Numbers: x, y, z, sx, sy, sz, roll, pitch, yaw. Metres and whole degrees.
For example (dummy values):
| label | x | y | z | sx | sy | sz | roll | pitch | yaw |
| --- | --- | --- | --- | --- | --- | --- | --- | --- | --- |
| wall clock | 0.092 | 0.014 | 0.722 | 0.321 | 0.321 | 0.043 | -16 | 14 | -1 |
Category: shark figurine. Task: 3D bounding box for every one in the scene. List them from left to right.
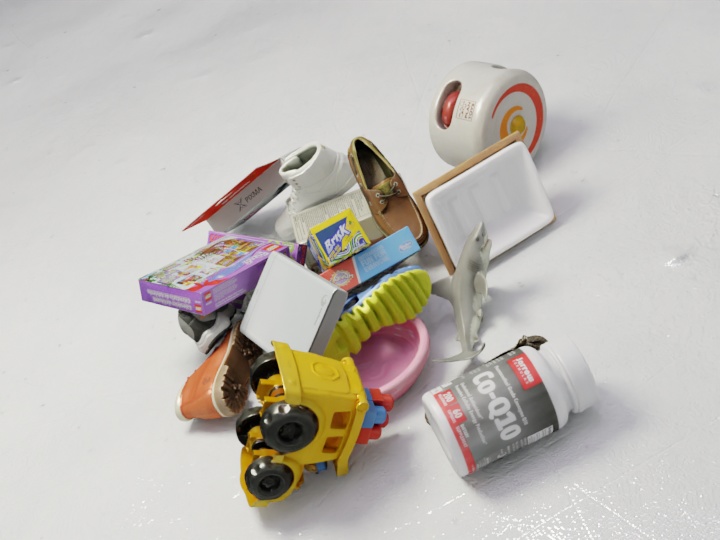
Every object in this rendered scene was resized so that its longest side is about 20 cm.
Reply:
| label | x | y | z | sx | sy | sz | roll | pitch | yaw |
| --- | --- | --- | --- | --- | --- | --- | --- | --- | --- |
| shark figurine | 0.138 | 0.049 | 1.675 | 0.089 | 0.128 | 0.215 | 8 | 67 | 4 |

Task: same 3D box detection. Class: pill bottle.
| label | x | y | z | sx | sy | sz | roll | pitch | yaw |
| --- | --- | --- | --- | --- | --- | --- | --- | --- | --- |
| pill bottle | 0.188 | 0.165 | 1.462 | 0.199 | 0.114 | 0.114 | -26 | 34 | -5 |

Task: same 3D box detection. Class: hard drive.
| label | x | y | z | sx | sy | sz | roll | pitch | yaw |
| --- | --- | --- | --- | --- | --- | --- | --- | --- | --- |
| hard drive | -0.099 | 0.060 | 1.661 | 0.200 | 0.027 | 0.132 | 29 | 97 | 55 |

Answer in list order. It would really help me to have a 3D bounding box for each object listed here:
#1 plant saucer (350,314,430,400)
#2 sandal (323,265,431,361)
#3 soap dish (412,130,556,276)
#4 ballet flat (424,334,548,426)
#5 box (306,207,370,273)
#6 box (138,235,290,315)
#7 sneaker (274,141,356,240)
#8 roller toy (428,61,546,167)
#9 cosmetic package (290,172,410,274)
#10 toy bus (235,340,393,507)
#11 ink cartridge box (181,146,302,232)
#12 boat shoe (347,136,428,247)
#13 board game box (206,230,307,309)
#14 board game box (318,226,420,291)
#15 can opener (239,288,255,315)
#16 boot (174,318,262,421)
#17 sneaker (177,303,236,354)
| label | x | y | z | sx | sy | sz | roll | pitch | yaw |
| --- | --- | --- | --- | --- | --- | --- | --- | --- | --- |
| plant saucer | 0.006 | 0.133 | 1.663 | 0.200 | 0.051 | 0.201 | -14 | 34 | 10 |
| sandal | 0.010 | 0.051 | 1.665 | 0.200 | 0.080 | 0.087 | -30 | 31 | -14 |
| soap dish | 0.186 | -0.101 | 1.803 | 0.200 | 0.158 | 0.081 | -31 | 18 | -13 |
| ballet flat | 0.169 | 0.144 | 1.562 | 0.199 | 0.046 | 0.067 | -29 | 34 | -10 |
| box | -0.036 | -0.040 | 1.746 | 0.070 | 0.064 | 0.200 | -29 | -2 | -6 |
| box | -0.221 | 0.004 | 1.790 | 0.136 | 0.039 | 0.200 | 10 | 28 | 37 |
| sneaker | -0.104 | -0.138 | 1.945 | 0.200 | 0.115 | 0.074 | -43 | 42 | 27 |
| roller toy | 0.217 | -0.251 | 1.955 | 0.200 | 0.183 | 0.139 | -41 | 39 | -26 |
| cosmetic package | -0.005 | -0.069 | 1.914 | 0.199 | 0.087 | 0.104 | -21 | 33 | 3 |
| toy bus | -0.056 | 0.207 | 1.524 | 0.191 | 0.201 | 0.136 | 8 | 29 | -20 |
| ink cartridge box | -0.191 | -0.126 | 2.008 | 0.200 | 0.044 | 0.174 | -36 | 1 | 29 |
| boat shoe | 0.036 | -0.120 | 1.821 | 0.072 | 0.068 | 0.200 | -34 | 73 | -4 |
| board game box | -0.176 | 0.005 | 1.893 | 0.199 | 0.121 | 0.032 | 10 | 7 | 37 |
| board game box | 0.000 | 0.000 | 1.762 | 0.153 | 0.040 | 0.200 | -29 | -2 | -11 |
| can opener | -0.123 | 0.071 | 1.767 | 0.053 | 0.066 | 0.200 | -59 | 32 | -4 |
| boot | -0.214 | 0.148 | 1.750 | 0.107 | 0.075 | 0.200 | -20 | 27 | 25 |
| sneaker | -0.244 | 0.069 | 1.816 | 0.074 | 0.079 | 0.200 | -48 | 7 | 0 |
